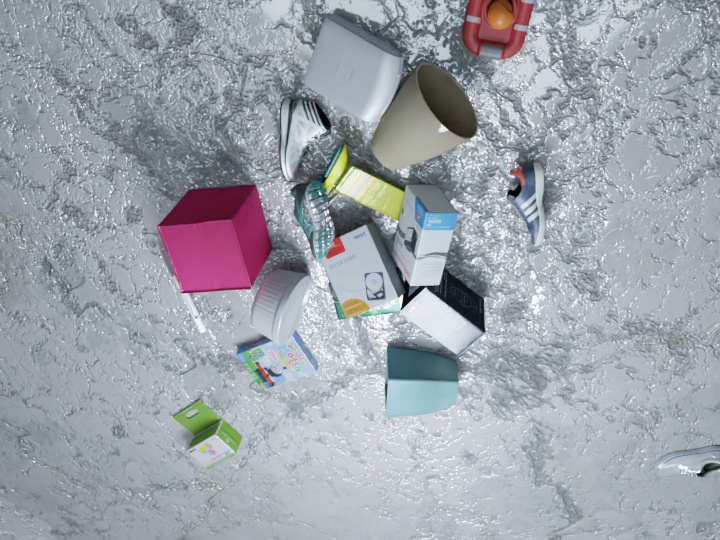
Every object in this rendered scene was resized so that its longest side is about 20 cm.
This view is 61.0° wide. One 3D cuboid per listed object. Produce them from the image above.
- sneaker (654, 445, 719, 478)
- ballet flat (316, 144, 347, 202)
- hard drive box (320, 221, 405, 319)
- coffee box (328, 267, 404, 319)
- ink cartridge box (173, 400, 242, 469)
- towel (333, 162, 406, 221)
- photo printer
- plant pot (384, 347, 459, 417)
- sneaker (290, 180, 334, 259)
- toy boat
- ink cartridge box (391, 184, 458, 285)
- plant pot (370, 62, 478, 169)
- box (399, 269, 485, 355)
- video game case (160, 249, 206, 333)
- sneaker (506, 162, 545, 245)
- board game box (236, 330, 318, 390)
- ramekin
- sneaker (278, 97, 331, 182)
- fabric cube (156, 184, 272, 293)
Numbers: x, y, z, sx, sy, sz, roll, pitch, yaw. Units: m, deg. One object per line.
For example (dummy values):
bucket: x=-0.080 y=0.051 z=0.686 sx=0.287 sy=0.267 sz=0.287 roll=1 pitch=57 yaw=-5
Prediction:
sneaker: x=0.960 y=0.567 z=1.772 sx=0.199 sy=0.071 sz=0.073 roll=-27 pitch=113 yaw=23
ballet flat: x=-0.068 y=-0.219 z=1.480 sx=0.067 sy=0.067 sz=0.200 roll=28 pitch=129 yaw=-16
hard drive box: x=0.000 y=0.000 z=1.552 sx=0.155 sy=0.077 sz=0.201 roll=-24 pitch=92 yaw=21
coffee box: x=0.023 y=0.063 z=1.644 sx=0.198 sy=0.044 sz=0.124 roll=-7 pitch=119 yaw=13
ink cartridge box: x=-0.514 y=0.541 z=2.007 sx=0.147 sy=0.076 sz=0.200 roll=-33 pitch=112 yaw=25
towel: x=0.038 y=-0.186 z=1.474 sx=0.199 sy=0.018 sz=0.086 roll=23 pitch=129 yaw=-27
photo printer: x=-0.010 y=-0.425 z=1.304 sx=0.199 sy=0.069 sz=0.167 roll=35 pitch=123 yaw=13
plant pot: x=0.170 y=0.317 z=1.721 sx=0.198 sy=0.142 sz=0.142 roll=2 pitch=122 yaw=0
sneaker: x=-0.121 y=-0.125 z=1.486 sx=0.091 sy=0.077 sz=0.201 roll=13 pitch=120 yaw=34
toy boat: x=0.276 y=-0.512 z=1.201 sx=0.129 sy=0.131 sz=0.201 roll=10 pitch=122 yaw=3
ink cartridge box: x=0.149 y=-0.085 z=1.463 sx=0.083 sy=0.145 sz=0.201 roll=-2 pitch=124 yaw=-18
plant pot: x=0.120 y=-0.312 z=1.337 sx=0.187 sy=0.188 sz=0.200 roll=42 pitch=132 yaw=-16
box: x=0.213 y=0.092 z=1.568 sx=0.200 sy=0.149 sz=0.107 roll=36 pitch=120 yaw=-12
video game case: x=-0.478 y=0.054 z=1.649 sx=0.024 sy=0.200 sz=0.183 roll=-26 pitch=119 yaw=-15
sneaker: x=0.387 y=-0.153 z=1.437 sx=0.084 sy=0.075 sz=0.201 roll=-5 pitch=110 yaw=11
board game box: x=-0.247 y=0.266 z=1.818 sx=0.199 sy=0.037 sz=0.152 roll=-22 pitch=114 yaw=20
ramekin: x=-0.214 y=0.089 z=1.619 sx=0.094 sy=0.203 sz=0.203 roll=21 pitch=123 yaw=11
sneaker: x=-0.128 y=-0.298 z=1.432 sx=0.114 sy=0.076 sz=0.202 roll=7 pitch=119 yaw=7
fabric cube: x=-0.357 y=-0.080 z=1.532 sx=0.198 sy=0.200 sz=0.197 roll=-3 pitch=122 yaw=11
